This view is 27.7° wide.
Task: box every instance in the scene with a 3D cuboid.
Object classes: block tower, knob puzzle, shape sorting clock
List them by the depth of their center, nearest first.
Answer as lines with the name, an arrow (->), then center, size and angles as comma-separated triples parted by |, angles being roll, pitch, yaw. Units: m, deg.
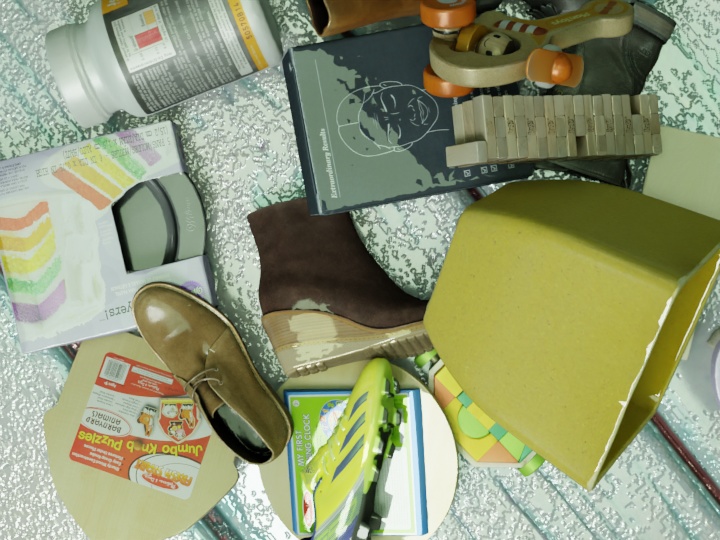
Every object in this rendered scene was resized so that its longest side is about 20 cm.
block tower -> 0.171, -0.122, 1.259 | 0.198, 0.054, 0.059 | -6, 90, -26
shape sorting clock -> -0.003, 0.178, 1.378 | 0.198, 0.039, 0.203 | 2, 97, 12
knob puzzle -> -0.208, 0.171, 1.392 | 0.217, 0.030, 0.222 | 0, 78, 2

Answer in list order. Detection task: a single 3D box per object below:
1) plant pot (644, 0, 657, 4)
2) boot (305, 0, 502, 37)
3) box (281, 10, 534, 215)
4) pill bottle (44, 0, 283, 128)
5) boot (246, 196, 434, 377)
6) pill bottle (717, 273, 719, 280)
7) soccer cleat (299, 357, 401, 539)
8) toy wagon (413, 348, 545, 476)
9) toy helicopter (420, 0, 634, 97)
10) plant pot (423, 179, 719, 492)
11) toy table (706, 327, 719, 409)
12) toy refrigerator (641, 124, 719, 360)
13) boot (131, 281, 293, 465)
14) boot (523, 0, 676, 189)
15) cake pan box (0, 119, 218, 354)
plant pot -> 0.227, -0.343, 1.280 | 0.141, 0.141, 0.200 | -40, 85, 5
boot -> 0.010, -0.296, 1.285 | 0.198, 0.068, 0.190 | -12, 78, -30
box -> 0.040, -0.139, 1.316 | 0.198, 0.107, 0.150 | -10, 93, -7
pill bottle -> -0.179, -0.210, 1.337 | 0.198, 0.116, 0.118 | -20, 92, 4
boot -> 0.000, 0.000, 1.349 | 0.198, 0.072, 0.168 | -11, 71, -2
pill bottle -> 0.425, -0.015, 1.313 | 0.198, 0.109, 0.110 | 11, 94, 3
soccer cleat -> -0.015, 0.175, 1.329 | 0.083, 0.065, 0.202 | 14, 99, 17
toy wagon -> 0.153, 0.089, 1.371 | 0.155, 0.040, 0.200 | 45, 96, 0
toy helicopter -> 0.152, -0.193, 1.220 | 0.198, 0.132, 0.080 | -19, 123, -24
plant pot -> 0.171, 0.028, 1.234 | 0.199, 0.194, 0.197 | 27, 116, 19
toy table -> 0.398, 0.118, 1.319 | 0.184, 0.117, 0.200 | -40, 91, 5
toy refrigerator -> 0.286, -0.026, 1.343 | 0.075, 0.070, 0.202 | 12, 94, 10
boot -> -0.137, 0.093, 1.328 | 0.073, 0.075, 0.200 | -40, 94, 13
boot -> 0.184, -0.177, 1.335 | 0.198, 0.069, 0.176 | 22, 94, -5
cake pan box -> -0.242, -0.031, 1.379 | 0.198, 0.052, 0.186 | -12, 92, 1
